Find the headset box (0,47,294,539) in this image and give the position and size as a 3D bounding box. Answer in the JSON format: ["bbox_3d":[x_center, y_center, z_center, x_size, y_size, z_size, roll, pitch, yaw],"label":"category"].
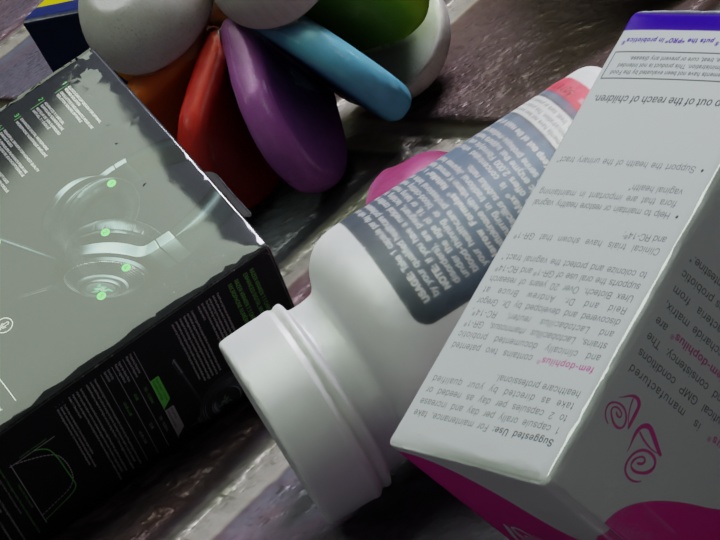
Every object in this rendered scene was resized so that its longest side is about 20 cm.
[{"bbox_3d":[-0.146,0.011,1.237,0.200,0.093,0.174,-36,53,-11],"label":"headset box"}]

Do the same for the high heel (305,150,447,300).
[{"bbox_3d":[0.000,0.000,1.194,0.096,0.068,0.200,6,37,38],"label":"high heel"}]

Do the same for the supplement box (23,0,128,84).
[{"bbox_3d":[-0.094,-0.174,1.590,0.109,0.109,0.200,-4,36,45],"label":"supplement box"}]

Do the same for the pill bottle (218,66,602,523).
[{"bbox_3d":[0.046,0.014,1.063,0.199,0.120,0.120,-32,24,-5],"label":"pill bottle"}]

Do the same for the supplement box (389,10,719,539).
[{"bbox_3d":[0.117,0.013,0.943,0.103,0.101,0.201,7,62,55],"label":"supplement box"}]

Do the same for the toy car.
[{"bbox_3d":[-0.051,-0.109,1.396,0.199,0.175,0.151,-17,62,26],"label":"toy car"}]
